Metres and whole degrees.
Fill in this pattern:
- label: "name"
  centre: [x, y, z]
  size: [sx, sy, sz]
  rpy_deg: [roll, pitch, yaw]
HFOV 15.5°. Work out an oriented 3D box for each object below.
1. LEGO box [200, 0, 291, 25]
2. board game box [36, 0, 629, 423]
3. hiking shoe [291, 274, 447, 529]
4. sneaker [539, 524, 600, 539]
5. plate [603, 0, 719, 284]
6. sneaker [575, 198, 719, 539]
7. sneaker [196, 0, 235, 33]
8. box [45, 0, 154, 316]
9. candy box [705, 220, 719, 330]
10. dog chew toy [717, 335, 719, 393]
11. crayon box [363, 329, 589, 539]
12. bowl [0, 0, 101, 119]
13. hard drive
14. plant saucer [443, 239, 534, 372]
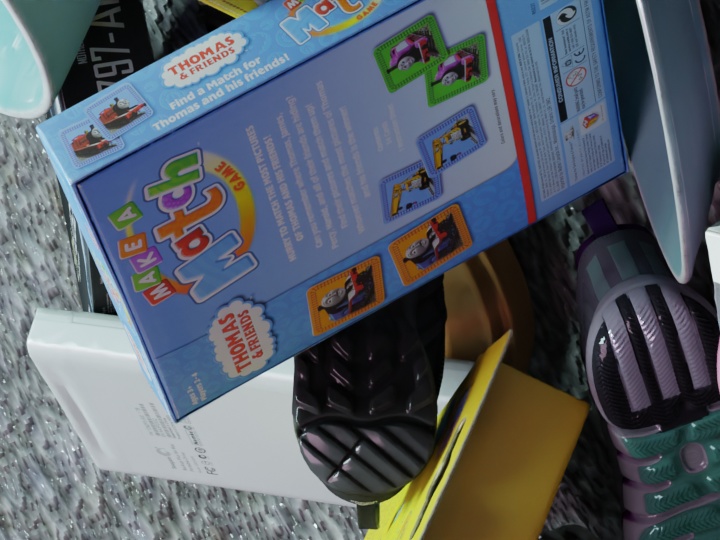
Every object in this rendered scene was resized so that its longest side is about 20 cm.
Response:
- label: "LEGO box"
  centre: [-0.034, -0.143, 0.965]
  size: [0.077, 0.200, 0.149]
  rpy_deg: [-55, 52, 11]
- label: "board game box"
  centre: [-0.003, -0.043, 0.940]
  size: [0.037, 0.200, 0.151]
  rpy_deg: [54, 168, 35]
- label: "hiking shoe"
  centre: [0.000, 0.000, 1.060]
  size: [0.101, 0.075, 0.201]
  rpy_deg: [100, 176, -71]
- label: "sneaker"
  centre: [0.087, 0.143, 1.133]
  size: [0.200, 0.073, 0.071]
  rpy_deg: [153, 112, -84]
- label: "plate"
  centre: [0.099, -0.095, 0.922]
  size: [0.200, 0.025, 0.201]
  rpy_deg: [-13, -90, -88]
- label: "sneaker"
  centre: [0.130, 0.065, 1.072]
  size: [0.088, 0.074, 0.200]
  rpy_deg: [-105, 0, -52]
- label: "sneaker"
  centre: [-0.050, -0.156, 1.125]
  size: [0.072, 0.073, 0.200]
  rpy_deg: [4, 133, 48]
- label: "box"
  centre: [-0.114, -0.051, 1.202]
  size: [0.200, 0.043, 0.161]
  rpy_deg: [97, 161, -63]
- label: "candy box"
  centre: [0.226, -0.006, 0.742]
  size: [0.167, 0.200, 0.072]
  rpy_deg: [19, 130, 45]
- label: "dog chew toy"
  centre: [0.176, -0.015, 0.883]
  size: [0.124, 0.124, 0.201]
  rpy_deg: [11, 116, 49]
- label: "crayon box"
  centre: [0.032, 0.117, 1.055]
  size: [0.051, 0.127, 0.200]
  rpy_deg: [25, 157, -1]
- label: "bowl"
  centre: [-0.166, -0.168, 1.058]
  size: [0.201, 0.105, 0.201]
  rpy_deg: [38, 163, 13]
- label: "hard drive"
  centre: [-0.037, 0.067, 1.182]
  size: [0.199, 0.026, 0.132]
  rpy_deg: [6, 152, 15]
- label: "plant saucer"
  centre: [-0.014, -0.006, 1.173]
  size: [0.200, 0.037, 0.201]
  rpy_deg: [29, 146, 22]
